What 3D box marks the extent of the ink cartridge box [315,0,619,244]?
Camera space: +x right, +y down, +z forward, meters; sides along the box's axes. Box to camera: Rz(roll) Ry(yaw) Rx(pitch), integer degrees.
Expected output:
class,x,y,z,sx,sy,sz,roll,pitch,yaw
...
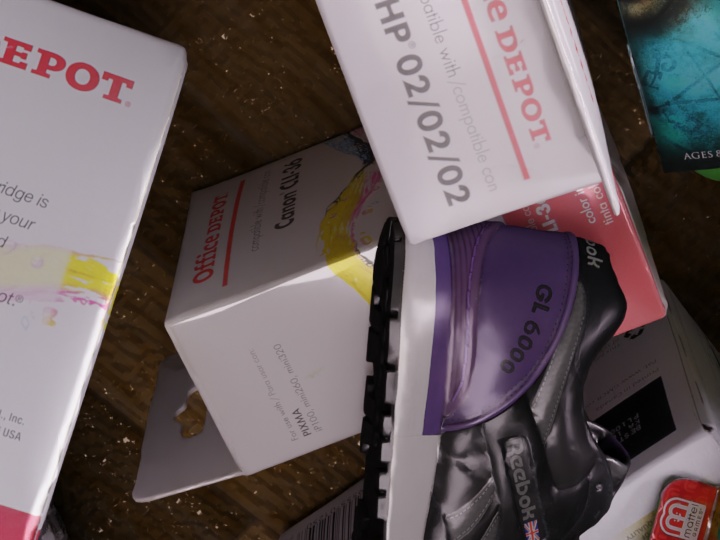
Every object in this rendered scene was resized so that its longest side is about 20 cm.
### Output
class,x,y,z,sx,sy,sz,roll,pitch,yaw
ink cartridge box,0.028,-0.088,0.610,0.067,0.200,0.116,-19,109,10

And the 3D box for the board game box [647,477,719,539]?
class,x,y,z,sx,sy,sz,roll,pitch,yaw
board game box,0.184,0.140,0.647,0.199,0.030,0.096,16,91,1

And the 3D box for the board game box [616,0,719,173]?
class,x,y,z,sx,sy,sz,roll,pitch,yaw
board game box,0.172,-0.093,0.566,0.199,0.028,0.136,-5,134,21

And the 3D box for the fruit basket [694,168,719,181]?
class,x,y,z,sx,sy,sz,roll,pitch,yaw
fruit basket,0.167,-0.117,0.640,0.214,0.156,0.217,-1,100,-8

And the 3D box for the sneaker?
class,x,y,z,sx,sy,sz,roll,pitch,yaw
sneaker,0.043,0.084,0.633,0.087,0.076,0.201,3,110,-6

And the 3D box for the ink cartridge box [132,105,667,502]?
class,x,y,z,sx,sy,sz,roll,pitch,yaw
ink cartridge box,0.000,0.000,0.702,0.199,0.117,0.068,-22,113,10

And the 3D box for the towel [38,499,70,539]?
class,x,y,z,sx,sy,sz,roll,pitch,yaw
towel,-0.199,0.149,0.796,0.199,0.086,0.167,-14,113,9

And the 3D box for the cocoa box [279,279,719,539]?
class,x,y,z,sx,sy,sz,roll,pitch,yaw
cocoa box,0.080,0.129,0.752,0.200,0.134,0.131,-36,109,15

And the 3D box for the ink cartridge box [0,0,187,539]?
class,x,y,z,sx,sy,sz,roll,pitch,yaw
ink cartridge box,-0.158,0.007,0.650,0.144,0.145,0.201,19,81,-9
